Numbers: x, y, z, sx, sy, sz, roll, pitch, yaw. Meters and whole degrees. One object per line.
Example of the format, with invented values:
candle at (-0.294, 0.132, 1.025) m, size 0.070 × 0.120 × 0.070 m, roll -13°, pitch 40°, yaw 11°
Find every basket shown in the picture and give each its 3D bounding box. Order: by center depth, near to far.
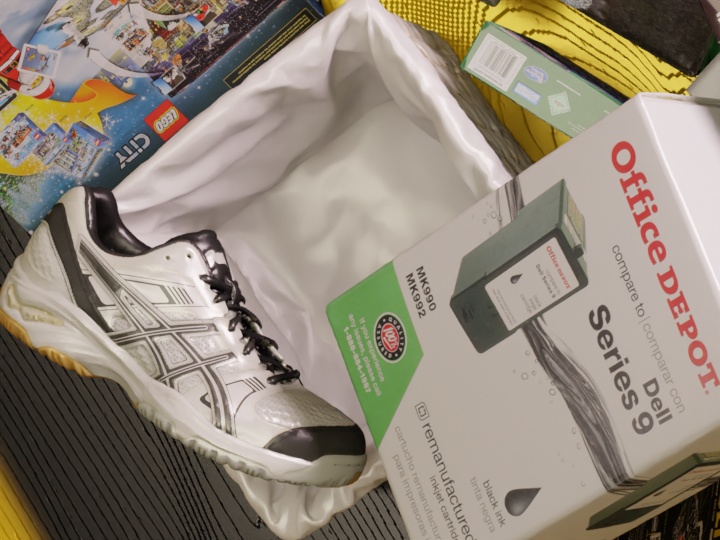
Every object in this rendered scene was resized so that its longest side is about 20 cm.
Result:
basket at (0.000, 0.000, 1.443) m, size 0.200 × 0.161 × 0.199 m, roll -37°, pitch 81°, yaw 11°

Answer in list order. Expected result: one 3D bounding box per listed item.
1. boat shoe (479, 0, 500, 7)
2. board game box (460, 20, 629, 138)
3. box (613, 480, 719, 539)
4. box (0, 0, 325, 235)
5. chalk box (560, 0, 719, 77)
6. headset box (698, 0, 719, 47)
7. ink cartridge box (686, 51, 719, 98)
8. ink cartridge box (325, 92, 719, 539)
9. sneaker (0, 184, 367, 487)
boat shoe at (0.018, -0.213, 1.471) m, size 0.066 × 0.074 × 0.199 m, roll -51°, pitch 53°, yaw 1°
board game box at (0.152, -0.055, 1.415) m, size 0.200 × 0.135 × 0.029 m, roll 34°, pitch 97°, yaw 13°
box at (0.135, 0.102, 1.369) m, size 0.049 × 0.160 × 0.201 m, roll 10°, pitch 96°, yaw 25°
box at (-0.137, -0.120, 1.508) m, size 0.200 × 0.038 × 0.137 m, roll -40°, pitch 115°, yaw 11°
chalk box at (0.160, -0.219, 1.333) m, size 0.125 × 0.124 × 0.200 m, roll 32°, pitch 136°, yaw 13°
headset box at (0.225, -0.049, 1.238) m, size 0.075 × 0.149 × 0.201 m, roll -25°, pitch 84°, yaw 15°
ink cartridge box at (0.283, -0.107, 1.374) m, size 0.146 × 0.147 × 0.200 m, roll 44°, pitch 100°, yaw 10°
ink cartridge box at (0.098, 0.032, 1.239) m, size 0.200 × 0.084 × 0.146 m, roll -35°, pitch 67°, yaw 35°
sneaker at (-0.076, 0.029, 1.344) m, size 0.200 × 0.076 × 0.088 m, roll 29°, pitch 98°, yaw 14°
